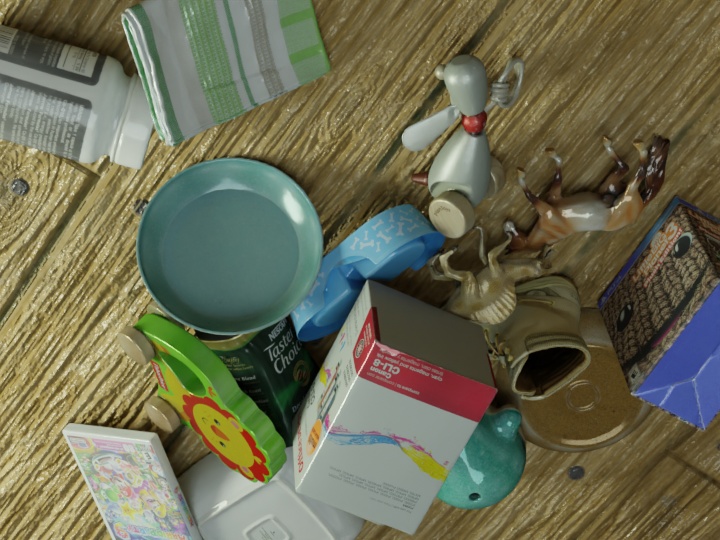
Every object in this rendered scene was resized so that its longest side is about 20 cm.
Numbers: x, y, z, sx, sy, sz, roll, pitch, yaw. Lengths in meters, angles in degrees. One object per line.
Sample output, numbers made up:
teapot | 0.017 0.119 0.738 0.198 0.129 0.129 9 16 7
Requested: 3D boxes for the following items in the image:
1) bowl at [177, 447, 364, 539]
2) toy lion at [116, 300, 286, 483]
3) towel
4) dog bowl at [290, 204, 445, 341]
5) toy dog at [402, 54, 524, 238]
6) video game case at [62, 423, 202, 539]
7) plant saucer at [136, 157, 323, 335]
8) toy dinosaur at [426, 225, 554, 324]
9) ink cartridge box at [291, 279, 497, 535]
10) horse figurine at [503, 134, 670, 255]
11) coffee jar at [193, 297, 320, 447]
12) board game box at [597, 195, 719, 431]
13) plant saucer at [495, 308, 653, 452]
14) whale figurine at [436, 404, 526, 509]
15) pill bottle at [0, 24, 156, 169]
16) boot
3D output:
bowl | -0.112 0.299 1.762 0.199 0.075 0.200 -33 112 14
toy lion | -0.164 0.147 1.606 0.191 0.069 0.200 28 148 31
towel | -0.129 -0.226 1.455 0.199 0.031 0.150 -27 121 -21
dog bowl | 0.000 0.000 1.590 0.200 0.111 0.050 -38 72 18
toy dog | 0.093 -0.138 1.524 0.096 0.132 0.201 19 114 27
video game case | -0.266 0.272 1.735 0.143 0.018 0.201 2 123 34
plant saucer | -0.139 -0.022 1.556 0.199 0.201 0.036 2 161 -2
toy dinosaur | 0.118 0.020 1.576 0.200 0.058 0.101 -36 95 4
ink cartridge box | 0.031 0.145 1.534 0.144 0.145 0.200 22 112 -14
horse figurine | 0.248 -0.081 1.576 0.199 0.050 0.133 -14 129 0
coffee jar | -0.110 0.096 1.633 0.085 0.104 0.200 -3 125 41
board game box | 0.354 0.043 1.562 0.097 0.200 0.160 27 113 -15
plant saucer | 0.259 0.140 1.705 0.199 0.035 0.201 -1 118 -1
whale figurine | 0.113 0.201 1.675 0.159 0.104 0.200 -19 134 18
pill bottle | -0.308 -0.175 1.483 0.199 0.113 0.113 16 117 -9
boot | 0.154 0.088 1.607 0.199 0.156 0.073 -17 118 10
